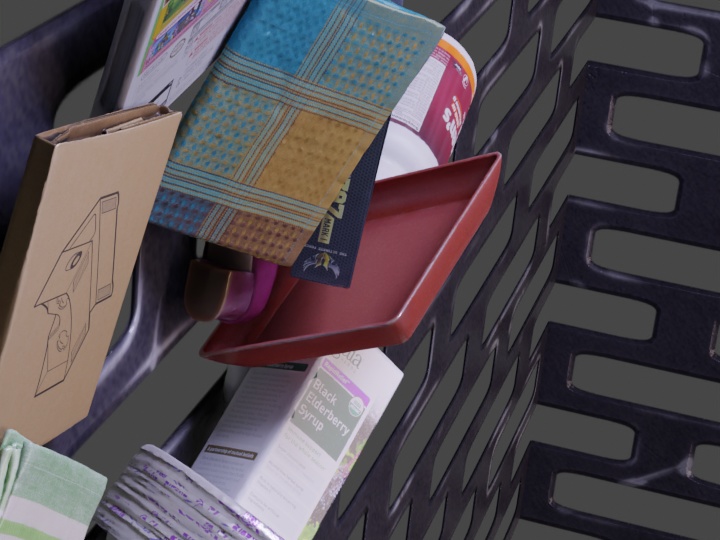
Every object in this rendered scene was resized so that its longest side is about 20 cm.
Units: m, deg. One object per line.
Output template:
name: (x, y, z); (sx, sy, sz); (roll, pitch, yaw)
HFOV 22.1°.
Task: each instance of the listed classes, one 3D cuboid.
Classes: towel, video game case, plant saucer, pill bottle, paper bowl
towel: (-0.048, -0.101, 1.200); (0.146, 0.022, 0.201); (18, 112, -42)
towel: (-0.209, 0.197, 1.036); (0.153, 0.023, 0.202); (57, 52, -72)
video game case: (-0.085, -0.175, 1.077); (0.200, 0.022, 0.183); (-51, 172, -41)
plant saucer: (0.000, 0.000, 1.384); (0.037, 0.199, 0.200); (56, 45, -24)
pill bottle: (0.027, -0.115, 1.614); (0.110, 0.108, 0.201); (87, 19, -48)
paper bowl: (-0.093, 0.214, 1.210); (0.105, 0.200, 0.201); (-53, 160, -13)

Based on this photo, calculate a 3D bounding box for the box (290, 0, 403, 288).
box: (-0.008, -0.105, 1.367); (0.201, 0.050, 0.159); (-83, -174, -61)

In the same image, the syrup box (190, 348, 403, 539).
syrup box: (-0.058, 0.134, 1.397); (0.079, 0.081, 0.201); (44, 65, -31)

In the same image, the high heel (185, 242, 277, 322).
high heel: (-0.073, -0.060, 1.310); (0.202, 0.067, 0.096); (-68, 165, 10)

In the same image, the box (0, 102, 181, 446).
box: (-0.166, 0.010, 1.027); (0.163, 0.021, 0.202); (-35, 146, -70)

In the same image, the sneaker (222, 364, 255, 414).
sneaker: (-0.057, 0.056, 1.516); (0.200, 0.074, 0.089); (-47, 135, -64)
